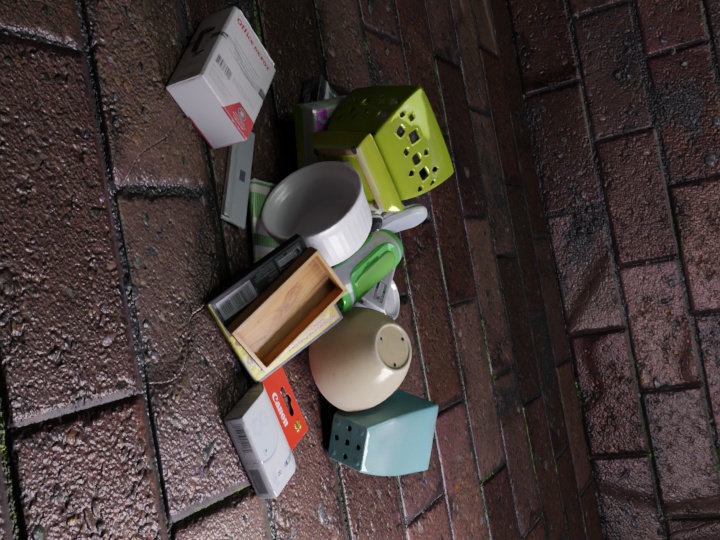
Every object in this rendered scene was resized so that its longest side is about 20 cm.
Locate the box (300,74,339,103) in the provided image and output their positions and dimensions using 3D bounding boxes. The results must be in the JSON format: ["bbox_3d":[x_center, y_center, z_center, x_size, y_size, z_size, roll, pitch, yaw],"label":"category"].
[{"bbox_3d":[-0.062,-0.302,1.813,0.200,0.049,0.160,44,45,-47],"label":"box"}]

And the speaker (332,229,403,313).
[{"bbox_3d":[0.000,0.000,1.594,0.200,0.088,0.089,-42,118,-39],"label":"speaker"}]

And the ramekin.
[{"bbox_3d":[-0.074,-0.099,1.521,0.098,0.197,0.202,62,31,-43],"label":"ramekin"}]

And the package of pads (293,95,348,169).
[{"bbox_3d":[-0.059,-0.250,1.694,0.154,0.068,0.203,-24,119,-44],"label":"package of pads"}]

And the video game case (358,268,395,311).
[{"bbox_3d":[-0.009,-0.027,1.746,0.181,0.024,0.202,30,46,-13],"label":"video game case"}]

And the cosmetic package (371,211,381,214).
[{"bbox_3d":[-0.019,-0.120,1.726,0.051,0.083,0.199,45,47,13],"label":"cosmetic package"}]

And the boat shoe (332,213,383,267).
[{"bbox_3d":[-0.016,-0.053,1.689,0.062,0.075,0.199,42,50,14],"label":"boat shoe"}]

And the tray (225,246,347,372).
[{"bbox_3d":[-0.123,0.065,1.398,0.200,0.037,0.099,-45,121,-14],"label":"tray"}]

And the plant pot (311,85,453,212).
[{"bbox_3d":[0.033,-0.227,1.602,0.181,0.198,0.202,-43,123,-28],"label":"plant pot"}]

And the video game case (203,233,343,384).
[{"bbox_3d":[-0.146,0.067,1.422,0.199,0.025,0.182,-37,119,-18],"label":"video game case"}]

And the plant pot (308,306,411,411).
[{"bbox_3d":[0.020,0.156,1.559,0.198,0.134,0.203,15,65,-36],"label":"plant pot"}]

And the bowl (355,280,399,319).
[{"bbox_3d":[0.027,0.066,1.808,0.201,0.089,0.204,34,51,-54],"label":"bowl"}]

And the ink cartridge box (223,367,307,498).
[{"bbox_3d":[-0.147,0.271,1.445,0.200,0.047,0.162,-48,122,-55],"label":"ink cartridge box"}]

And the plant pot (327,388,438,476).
[{"bbox_3d":[0.035,0.329,1.649,0.199,0.140,0.144,-2,103,-51],"label":"plant pot"}]

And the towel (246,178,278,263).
[{"bbox_3d":[-0.163,-0.066,1.567,0.152,0.023,0.203,9,74,-60],"label":"towel"}]

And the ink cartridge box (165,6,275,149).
[{"bbox_3d":[-0.240,-0.340,1.451,0.147,0.082,0.202,55,36,-39],"label":"ink cartridge box"}]

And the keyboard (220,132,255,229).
[{"bbox_3d":[-0.222,-0.175,1.499,0.056,0.011,0.203,31,53,-47],"label":"keyboard"}]

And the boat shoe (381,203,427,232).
[{"bbox_3d":[0.067,-0.130,1.845,0.074,0.201,0.088,6,71,-39],"label":"boat shoe"}]
